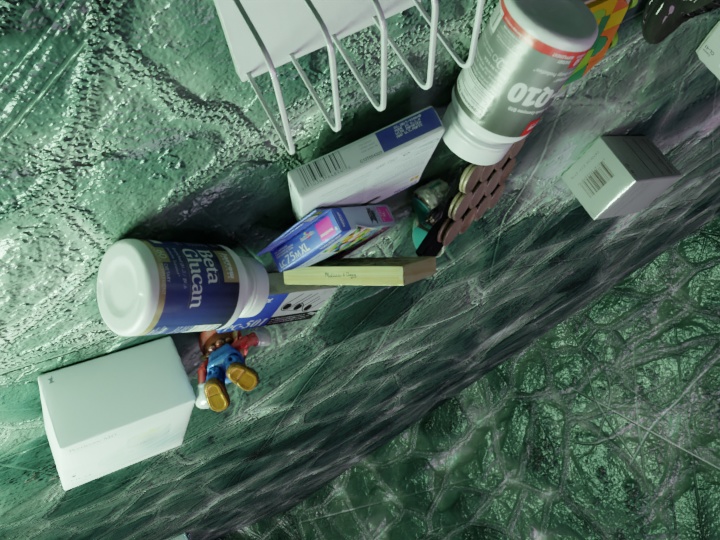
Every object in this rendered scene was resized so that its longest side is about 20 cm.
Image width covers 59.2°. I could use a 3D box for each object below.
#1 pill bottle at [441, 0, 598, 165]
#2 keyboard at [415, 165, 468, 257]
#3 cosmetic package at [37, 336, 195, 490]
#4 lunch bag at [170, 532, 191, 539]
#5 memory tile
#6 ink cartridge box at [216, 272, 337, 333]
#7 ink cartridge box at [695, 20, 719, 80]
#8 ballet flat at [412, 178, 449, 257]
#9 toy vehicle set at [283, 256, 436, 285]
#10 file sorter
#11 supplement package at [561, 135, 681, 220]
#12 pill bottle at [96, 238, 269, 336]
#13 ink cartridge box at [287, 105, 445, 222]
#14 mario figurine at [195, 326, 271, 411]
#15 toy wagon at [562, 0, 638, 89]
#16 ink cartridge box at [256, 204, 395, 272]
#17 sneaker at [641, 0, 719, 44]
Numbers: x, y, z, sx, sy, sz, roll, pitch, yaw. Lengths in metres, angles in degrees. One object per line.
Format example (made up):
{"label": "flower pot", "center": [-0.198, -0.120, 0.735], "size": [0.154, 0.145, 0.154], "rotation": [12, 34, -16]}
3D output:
{"label": "pill bottle", "center": [0.178, -0.228, 0.755], "size": [0.113, 0.115, 0.201], "rotation": [-17, 154, -29]}
{"label": "keyboard", "center": [0.146, -0.106, 0.980], "size": [0.201, 0.020, 0.127], "rotation": [-56, 159, -3]}
{"label": "cosmetic package", "center": [-0.384, 0.226, 1.002], "size": [0.198, 0.124, 0.201], "rotation": [-17, 153, -31]}
{"label": "lunch bag", "center": [-0.709, 1.148, 2.450], "size": [0.168, 0.201, 0.127], "rotation": [-23, 158, -14]}
{"label": "memory tile", "center": [0.191, -0.132, 0.994], "size": [0.200, 0.017, 0.154], "rotation": [-37, 152, -42]}
{"label": "ink cartridge box", "center": [-0.139, 0.047, 1.032], "size": [0.199, 0.044, 0.094], "rotation": [-5, 145, -47]}
{"label": "ink cartridge box", "center": [0.699, -0.372, 1.065], "size": [0.198, 0.148, 0.086], "rotation": [-23, 157, -21]}
{"label": "ballet flat", "center": [0.127, -0.085, 1.061], "size": [0.071, 0.072, 0.200], "rotation": [-27, 156, -7]}
{"label": "toy vehicle set", "center": [0.000, 0.000, 0.952], "size": [0.198, 0.027, 0.124], "rotation": [0, -173, 28]}
{"label": "file sorter", "center": [-0.007, -0.213, 0.539], "size": [0.198, 0.125, 0.139], "rotation": [-27, 159, -9]}
{"label": "supplement package", "center": [0.525, -0.189, 1.273], "size": [0.198, 0.118, 0.117], "rotation": [-10, 150, -40]}
{"label": "pill bottle", "center": [-0.212, 0.021, 0.793], "size": [0.111, 0.112, 0.199], "rotation": [-42, 156, 28]}
{"label": "ink cartridge box", "center": [0.001, -0.123, 0.833], "size": [0.195, 0.044, 0.200], "rotation": [-27, 174, -9]}
{"label": "mario figurine", "center": [-0.200, 0.154, 1.006], "size": [0.122, 0.200, 0.107], "rotation": [0, 107, -14]}
{"label": "toy wagon", "center": [0.278, -0.293, 0.843], "size": [0.154, 0.040, 0.201], "rotation": [-26, 157, -12]}
{"label": "ink cartridge box", "center": [-0.043, -0.047, 0.892], "size": [0.119, 0.042, 0.199], "rotation": [-31, 170, 28]}
{"label": "sneaker", "center": [0.456, -0.373, 0.830], "size": [0.075, 0.091, 0.200], "rotation": [-17, 155, -35]}
